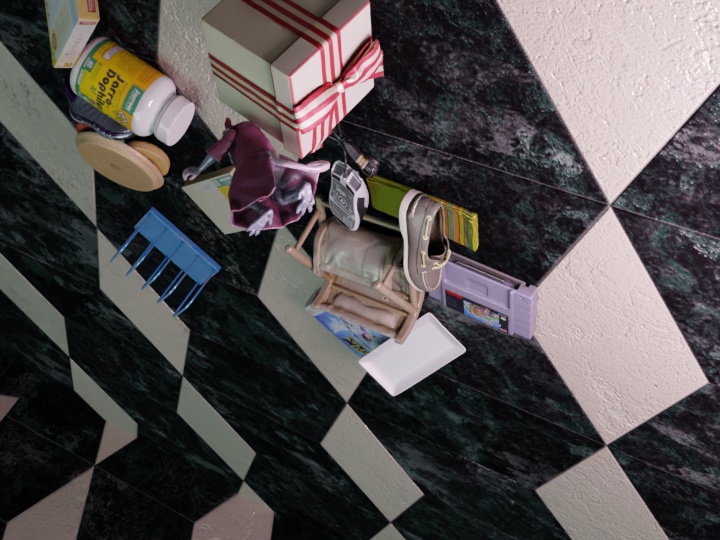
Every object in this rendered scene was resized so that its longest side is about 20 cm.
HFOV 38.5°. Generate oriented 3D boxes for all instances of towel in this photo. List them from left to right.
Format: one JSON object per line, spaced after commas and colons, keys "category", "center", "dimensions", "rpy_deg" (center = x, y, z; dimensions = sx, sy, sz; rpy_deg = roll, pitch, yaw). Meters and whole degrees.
{"category": "towel", "center": [0.098, -0.092, 1.639], "dimensions": [0.197, 0.018, 0.087], "rpy_deg": [24, 150, 24]}

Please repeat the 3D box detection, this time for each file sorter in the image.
{"category": "file sorter", "center": [-0.434, -0.013, 2.266], "dimensions": [0.200, 0.123, 0.138], "rpy_deg": [42, 152, -12]}

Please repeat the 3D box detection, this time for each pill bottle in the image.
{"category": "pill bottle", "center": [-0.387, -0.302, 1.763], "dimensions": [0.198, 0.113, 0.113], "rpy_deg": [33, 153, 5]}

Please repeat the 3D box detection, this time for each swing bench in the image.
{"category": "swing bench", "center": [0.000, 0.000, 1.783], "dimensions": [0.196, 0.131, 0.201], "rpy_deg": [20, 155, 26]}

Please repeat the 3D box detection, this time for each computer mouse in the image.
{"category": "computer mouse", "center": [-0.015, -0.144, 1.640], "dimensions": [0.109, 0.044, 0.201], "rpy_deg": [42, 154, 21]}

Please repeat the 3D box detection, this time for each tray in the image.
{"category": "tray", "center": [0.097, 0.156, 1.949], "dimensions": [0.107, 0.022, 0.199], "rpy_deg": [43, 124, -15]}

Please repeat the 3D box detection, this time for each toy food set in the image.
{"category": "toy food set", "center": [-0.474, -0.224, 2.035], "dimensions": [0.195, 0.049, 0.200], "rpy_deg": [27, 160, -10]}

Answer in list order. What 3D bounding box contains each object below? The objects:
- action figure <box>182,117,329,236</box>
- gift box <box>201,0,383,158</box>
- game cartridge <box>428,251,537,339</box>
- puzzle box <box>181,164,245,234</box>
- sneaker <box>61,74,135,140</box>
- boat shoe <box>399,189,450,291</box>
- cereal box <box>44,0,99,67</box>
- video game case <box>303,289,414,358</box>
{"category": "action figure", "center": [-0.145, -0.145, 1.358], "dimensions": [0.150, 0.132, 0.202], "rpy_deg": [-60, 43, 36]}
{"category": "gift box", "center": [-0.078, -0.278, 1.379], "dimensions": [0.185, 0.185, 0.201], "rpy_deg": [34, 161, 23]}
{"category": "game cartridge", "center": [0.199, 0.038, 1.712], "dimensions": [0.197, 0.039, 0.131], "rpy_deg": [24, 146, 23]}
{"category": "puzzle box", "center": [-0.247, -0.133, 1.965], "dimensions": [0.198, 0.026, 0.133], "rpy_deg": [-6, 131, 53]}
{"category": "sneaker", "center": [-0.485, -0.306, 1.918], "dimensions": [0.197, 0.075, 0.088], "rpy_deg": [19, 144, 31]}
{"category": "boat shoe", "center": [0.106, -0.036, 1.615], "dimensions": [0.059, 0.072, 0.204], "rpy_deg": [21, 143, 29]}
{"category": "cereal box", "center": [-0.462, -0.427, 1.641], "dimensions": [0.199, 0.039, 0.147], "rpy_deg": [-22, 75, 60]}
{"category": "video game case", "center": [0.004, 0.105, 2.031], "dimensions": [0.199, 0.046, 0.181], "rpy_deg": [42, 154, -11]}
